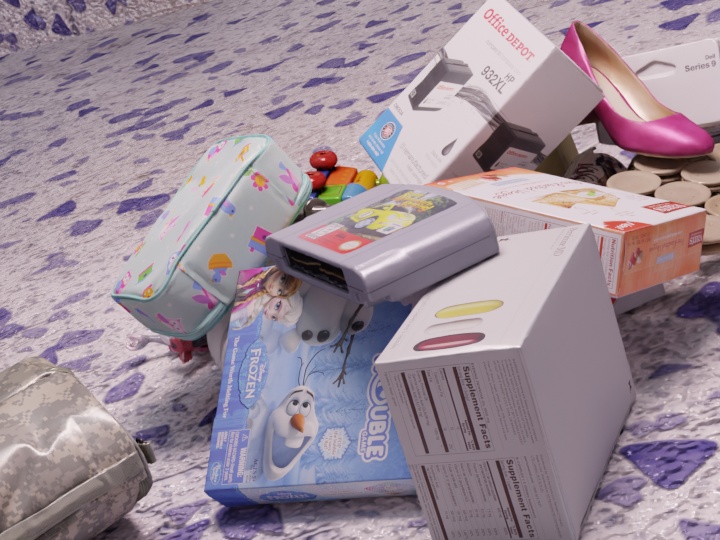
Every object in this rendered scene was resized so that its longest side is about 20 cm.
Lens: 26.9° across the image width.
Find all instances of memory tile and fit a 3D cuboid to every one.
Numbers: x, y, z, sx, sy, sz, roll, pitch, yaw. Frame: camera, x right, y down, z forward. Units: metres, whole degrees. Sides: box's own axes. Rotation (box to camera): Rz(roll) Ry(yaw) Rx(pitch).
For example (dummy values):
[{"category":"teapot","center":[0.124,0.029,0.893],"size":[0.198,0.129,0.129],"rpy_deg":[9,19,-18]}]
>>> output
[{"category":"memory tile","center":[0.301,-0.073,1.354],"size":[0.153,0.017,0.200],"rpy_deg":[16,35,37]}]

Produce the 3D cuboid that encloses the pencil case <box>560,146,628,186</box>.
[{"category":"pencil case","center":[0.189,-0.044,1.448],"size":[0.078,0.090,0.200],"rpy_deg":[-9,22,44]}]

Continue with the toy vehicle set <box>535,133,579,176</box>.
[{"category":"toy vehicle set","center":[0.142,-0.115,1.621],"size":[0.199,0.125,0.027],"rpy_deg":[-1,37,38]}]

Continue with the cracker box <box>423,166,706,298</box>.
[{"category":"cracker box","center":[0.167,-0.036,1.254],"size":[0.199,0.058,0.134],"rpy_deg":[17,20,37]}]

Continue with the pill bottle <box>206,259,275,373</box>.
[{"category":"pill bottle","center":[-0.089,0.048,1.421],"size":[0.114,0.115,0.200],"rpy_deg":[-19,20,0]}]

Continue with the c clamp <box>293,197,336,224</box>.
[{"category":"c clamp","center":[-0.052,-0.047,1.485],"size":[0.170,0.027,0.200],"rpy_deg":[5,-7,-34]}]

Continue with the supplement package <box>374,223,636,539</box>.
[{"category":"supplement package","center":[0.113,0.081,1.101],"size":[0.110,0.156,0.200],"rpy_deg":[-8,22,26]}]

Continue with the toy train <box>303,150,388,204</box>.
[{"category":"toy train","center":[0.001,-0.103,1.791],"size":[0.115,0.085,0.200],"rpy_deg":[-3,24,13]}]

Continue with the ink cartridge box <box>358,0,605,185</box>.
[{"category":"ink cartridge box","center":[0.112,-0.145,1.433],"size":[0.200,0.084,0.145],"rpy_deg":[-47,35,10]}]

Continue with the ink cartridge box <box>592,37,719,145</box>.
[{"category":"ink cartridge box","center":[0.343,-0.174,1.536],"size":[0.146,0.084,0.200],"rpy_deg":[-9,-4,37]}]

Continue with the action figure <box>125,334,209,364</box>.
[{"category":"action figure","center":[-0.152,0.038,1.580],"size":[0.148,0.134,0.200],"rpy_deg":[23,38,-7]}]

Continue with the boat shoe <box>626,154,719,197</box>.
[{"category":"boat shoe","center":[0.307,-0.070,1.443],"size":[0.063,0.073,0.201],"rpy_deg":[-21,27,-20]}]

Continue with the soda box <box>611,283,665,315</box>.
[{"category":"soda box","center":[0.165,0.021,1.333],"size":[0.199,0.068,0.064],"rpy_deg":[-23,23,-12]}]

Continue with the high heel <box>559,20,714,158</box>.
[{"category":"high heel","center":[0.259,-0.170,1.422],"size":[0.067,0.096,0.200],"rpy_deg":[-11,26,-27]}]

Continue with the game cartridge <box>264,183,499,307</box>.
[{"category":"game cartridge","center":[0.019,-0.026,1.192],"size":[0.133,0.041,0.200],"rpy_deg":[-21,18,-22]}]

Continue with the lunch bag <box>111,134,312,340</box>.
[{"category":"lunch bag","center":[-0.137,-0.033,1.385],"size":[0.200,0.077,0.160],"rpy_deg":[-55,21,-17]}]

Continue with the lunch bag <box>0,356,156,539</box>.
[{"category":"lunch bag","center":[-0.282,0.178,1.221],"size":[0.200,0.140,0.168],"rpy_deg":[-30,22,-26]}]

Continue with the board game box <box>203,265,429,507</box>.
[{"category":"board game box","center":[-0.021,0.085,1.215],"size":[0.198,0.043,0.201],"rpy_deg":[-8,61,26]}]
